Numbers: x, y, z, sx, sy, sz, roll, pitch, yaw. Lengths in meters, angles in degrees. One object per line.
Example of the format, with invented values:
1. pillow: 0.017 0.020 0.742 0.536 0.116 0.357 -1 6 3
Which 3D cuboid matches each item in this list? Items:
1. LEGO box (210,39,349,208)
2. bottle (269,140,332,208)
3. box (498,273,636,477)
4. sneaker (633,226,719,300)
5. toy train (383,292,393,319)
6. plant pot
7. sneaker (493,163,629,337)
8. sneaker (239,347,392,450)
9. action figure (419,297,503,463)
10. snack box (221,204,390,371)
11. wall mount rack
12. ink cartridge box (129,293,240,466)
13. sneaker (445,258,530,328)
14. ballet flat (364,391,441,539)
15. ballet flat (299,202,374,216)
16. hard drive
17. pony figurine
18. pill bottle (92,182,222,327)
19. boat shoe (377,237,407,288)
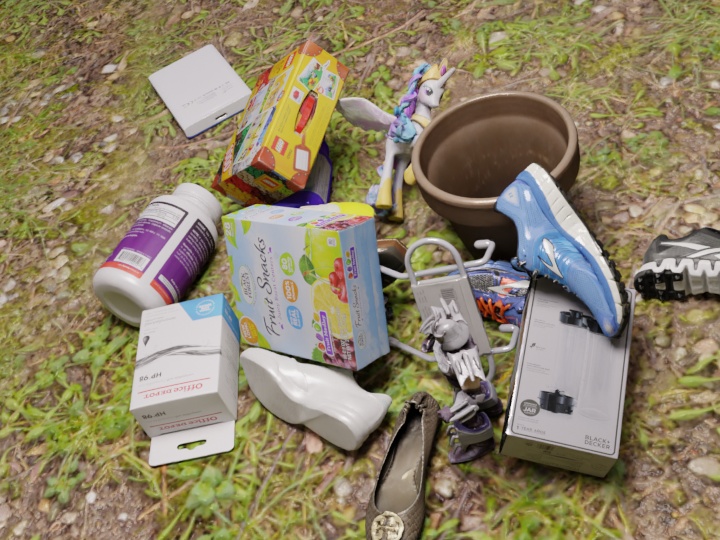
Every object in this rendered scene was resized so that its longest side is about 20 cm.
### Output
1. LEGO box: -0.112 -0.196 1.332 0.149 0.077 0.201 -18 47 54
2. bottle: -0.082 -0.142 1.395 0.083 0.065 0.201 -13 45 20
3. box: 0.222 0.105 1.018 0.116 0.060 0.201 11 61 6
4. sneaker: 0.418 -0.012 1.090 0.199 0.067 0.091 2 52 25
5. toy train: 0.000 0.000 1.257 0.046 0.034 0.200 -22 45 4
6. plant pot: 0.175 -0.093 1.178 0.199 0.175 0.201 -10 47 11
7. sneaker: 0.212 -0.011 1.016 0.089 0.078 0.200 -36 75 16
8. sneaker: -0.053 0.137 1.135 0.200 0.075 0.088 26 49 30
9. action figure: 0.102 0.115 0.994 0.069 0.200 0.130 -12 45 10
10. snack box: -0.067 0.016 1.135 0.199 0.169 0.068 8 23 43
11. wall mount rack: 0.083 0.041 1.097 0.173 0.201 0.075 -9 26 23
12. ink cartridge box: -0.216 0.132 1.189 0.115 0.067 0.201 -13 45 8
13. sneaker: 0.180 0.035 1.132 0.199 0.075 0.079 -4 52 19
14. ballet flat: 0.047 0.214 1.030 0.067 0.046 0.201 3 50 23
15. ballet flat: -0.080 -0.050 1.281 0.199 0.067 0.067 -24 43 16
16. hard drive: -0.276 -0.313 1.656 0.132 0.025 0.200 -30 46 -9
17. pony figurine: 0.060 -0.174 1.303 0.193 0.166 0.201 -12 67 58
18. pill bottle: -0.273 -0.025 1.325 0.112 0.113 0.200 10 52 28
19. boat shoe: -0.029 -0.010 1.211 0.199 0.076 0.074 -17 47 34
